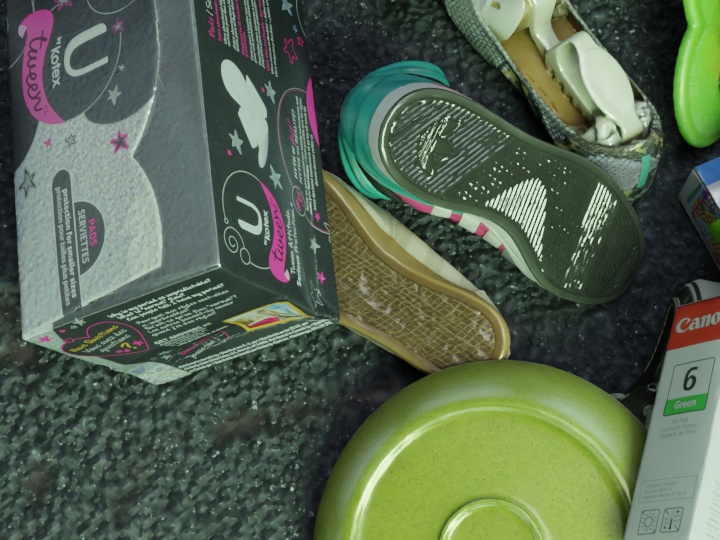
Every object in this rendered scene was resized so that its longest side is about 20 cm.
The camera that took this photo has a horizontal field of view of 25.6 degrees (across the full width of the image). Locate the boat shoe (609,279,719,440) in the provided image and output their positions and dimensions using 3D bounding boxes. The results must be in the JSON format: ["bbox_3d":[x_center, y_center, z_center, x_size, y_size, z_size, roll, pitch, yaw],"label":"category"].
[{"bbox_3d":[0.149,0.092,0.839,0.063,0.071,0.202,17,69,2],"label":"boat shoe"}]

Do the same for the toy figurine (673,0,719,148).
[{"bbox_3d":[0.286,-0.157,0.881,0.183,0.150,0.202,12,84,36],"label":"toy figurine"}]

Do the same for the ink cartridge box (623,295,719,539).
[{"bbox_3d":[0.203,0.068,0.795,0.108,0.050,0.202,30,63,-26],"label":"ink cartridge box"}]

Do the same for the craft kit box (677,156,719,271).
[{"bbox_3d":[0.316,-0.004,0.910,0.198,0.049,0.199,-21,68,-13],"label":"craft kit box"}]

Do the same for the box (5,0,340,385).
[{"bbox_3d":[-0.103,-0.061,0.832,0.131,0.114,0.202,-19,65,26],"label":"box"}]

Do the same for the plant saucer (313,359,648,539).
[{"bbox_3d":[0.068,0.143,0.796,0.197,0.031,0.203,-3,78,12],"label":"plant saucer"}]

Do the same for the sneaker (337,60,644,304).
[{"bbox_3d":[0.062,-0.053,0.889,0.199,0.121,0.084,31,94,-32],"label":"sneaker"}]

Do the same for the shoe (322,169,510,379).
[{"bbox_3d":[0.000,0.000,0.881,0.199,0.053,0.070,37,97,15],"label":"shoe"}]

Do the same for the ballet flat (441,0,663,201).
[{"bbox_3d":[0.114,-0.134,0.932,0.072,0.072,0.201,-29,72,-16],"label":"ballet flat"}]

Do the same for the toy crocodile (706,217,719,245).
[{"bbox_3d":[0.277,-0.051,0.870,0.198,0.062,0.068,-19,70,-13],"label":"toy crocodile"}]
